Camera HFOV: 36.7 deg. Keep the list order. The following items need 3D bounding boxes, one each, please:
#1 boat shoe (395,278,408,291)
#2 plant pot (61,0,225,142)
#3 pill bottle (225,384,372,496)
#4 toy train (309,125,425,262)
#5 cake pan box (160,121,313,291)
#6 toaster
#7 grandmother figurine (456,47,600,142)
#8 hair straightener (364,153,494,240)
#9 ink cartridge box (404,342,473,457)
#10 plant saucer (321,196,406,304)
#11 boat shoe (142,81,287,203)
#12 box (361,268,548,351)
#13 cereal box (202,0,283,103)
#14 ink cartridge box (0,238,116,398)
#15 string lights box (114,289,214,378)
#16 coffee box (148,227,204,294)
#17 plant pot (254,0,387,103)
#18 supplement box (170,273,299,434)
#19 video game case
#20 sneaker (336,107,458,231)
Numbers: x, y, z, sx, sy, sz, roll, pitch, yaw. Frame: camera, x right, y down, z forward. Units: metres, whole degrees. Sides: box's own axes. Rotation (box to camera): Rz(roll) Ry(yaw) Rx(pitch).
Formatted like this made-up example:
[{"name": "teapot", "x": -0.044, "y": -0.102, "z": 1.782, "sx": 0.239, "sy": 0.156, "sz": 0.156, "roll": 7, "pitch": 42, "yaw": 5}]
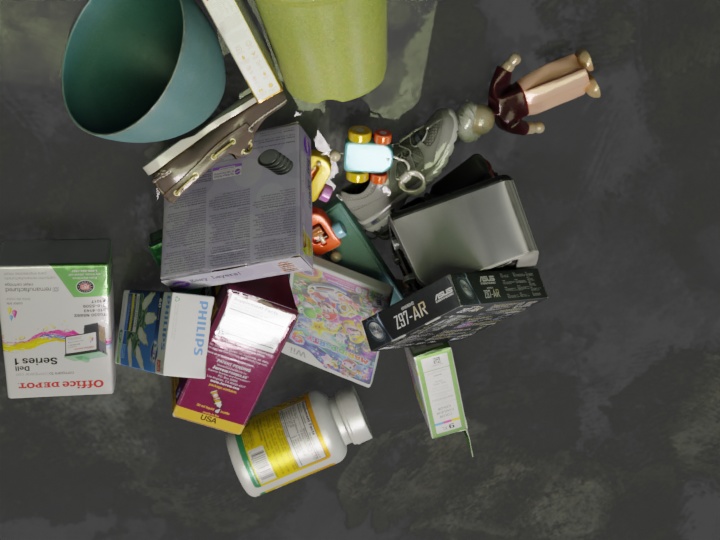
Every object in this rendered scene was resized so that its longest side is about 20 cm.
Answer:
[{"name": "boat shoe", "x": 0.077, "y": 0.045, "z": 1.551, "sx": 0.198, "sy": 0.065, "sz": 0.073, "roll": 4, "pitch": 88, "yaw": -10}, {"name": "plant pot", "x": -0.238, "y": -0.238, "z": 1.292, "sx": 0.201, "sy": 0.200, "sz": 0.134, "roll": -50, "pitch": 146, "yaw": 15}, {"name": "pill bottle", "x": -0.088, "y": 0.244, "z": 1.590, "sx": 0.198, "sy": 0.113, "sz": 0.114, "roll": -23, "pitch": 119, "yaw": 1}, {"name": "toy train", "x": -0.020, "y": -0.109, "z": 1.423, "sx": 0.199, "sy": 0.056, "sz": 0.150, "roll": -31, "pitch": 117, "yaw": 17}, {"name": "cake pan box", "x": -0.158, "y": -0.077, "z": 1.353, "sx": 0.198, "sy": 0.186, "sz": 0.052, "roll": -10, "pitch": 154, "yaw": 15}, {"name": "toaster", "x": 0.139, "y": -0.035, "z": 1.440, "sx": 0.198, "sy": 0.181, "sz": 0.120, "roll": -19, "pitch": 77, "yaw": -3}, {"name": "grandmother figurine", "x": 0.215, "y": -0.231, "z": 1.445, "sx": 0.198, "sy": 0.061, "sz": 0.122, "roll": -25, "pitch": 110, "yaw": -1}, {"name": "hair straightener", "x": 0.087, "y": -0.098, "z": 1.482, "sx": 0.199, "sy": 0.077, "sz": 0.041, "roll": -29, "pitch": 76, "yaw": 12}, {"name": "ink cartridge box", "x": 0.112, "y": 0.175, "z": 1.601, "sx": 0.059, "sy": 0.104, "sz": 0.202, "roll": -16, "pitch": 119, "yaw": -2}, {"name": "plant saucer", "x": 0.000, "y": 0.000, "z": 1.494, "sx": 0.070, "sy": 0.019, "sz": 0.201, "roll": -34, "pitch": 96, "yaw": 0}, {"name": "boat shoe", "x": -0.169, "y": -0.159, "z": 1.329, "sx": 0.199, "sy": 0.072, "sz": 0.060, "roll": -35, "pitch": 103, "yaw": -9}, {"name": "box", "x": 0.124, "y": 0.051, "z": 1.402, "sx": 0.199, "sy": 0.044, "sz": 0.160, "roll": -3, "pitch": 159, "yaw": -48}, {"name": "cereal box", "x": -0.157, "y": -0.310, "z": 1.280, "sx": 0.039, "sy": 0.144, "sz": 0.201, "roll": -26, "pitch": 118, "yaw": 4}, {"name": "ink cartridge box", "x": -0.403, "y": 0.065, "z": 1.452, "sx": 0.143, "sy": 0.084, "sz": 0.202, "roll": -1, "pitch": 117, "yaw": -11}, {"name": "string lights box", "x": -0.255, "y": 0.079, "z": 1.402, "sx": 0.058, "sy": 0.199, "sz": 0.104, "roll": 8, "pitch": 86, "yaw": -29}, {"name": "coffee box", "x": -0.197, "y": 0.018, "z": 1.493, "sx": 0.122, "sy": 0.044, "sz": 0.201, "roll": -23, "pitch": 118, "yaw": 2}, {"name": "plant pot", "x": -0.043, "y": -0.310, "z": 1.292, "sx": 0.198, "sy": 0.201, "sz": 0.186, "roll": -13, "pitch": 130, "yaw": -4}, {"name": "supplement box", "x": -0.171, "y": 0.092, "z": 1.436, "sx": 0.102, "sy": 0.131, "sz": 0.201, "roll": 19, "pitch": 111, "yaw": -20}, {"name": "video game case", "x": -0.036, "y": 0.070, "z": 1.494, "sx": 0.142, "sy": 0.018, "sz": 0.201, "roll": 21, "pitch": 137, "yaw": 9}, {"name": "sneaker", "x": 0.051, "y": -0.142, "z": 1.444, "sx": 0.082, "sy": 0.075, "sz": 0.200, "roll": 35, "pitch": 106, "yaw": -26}]
